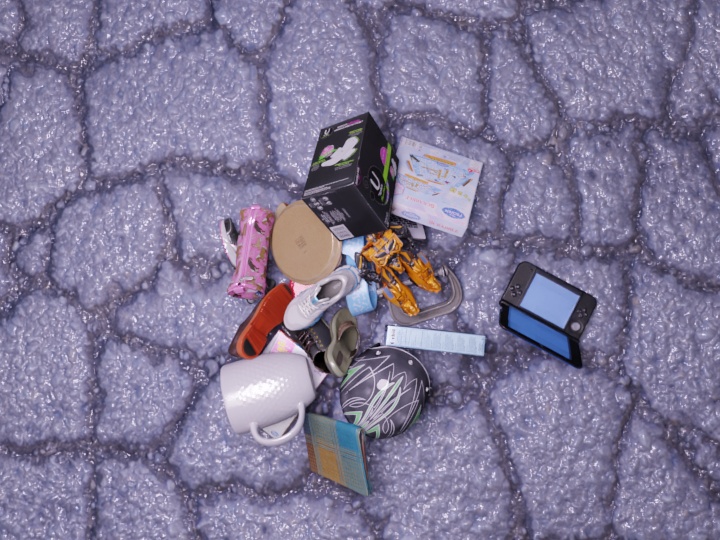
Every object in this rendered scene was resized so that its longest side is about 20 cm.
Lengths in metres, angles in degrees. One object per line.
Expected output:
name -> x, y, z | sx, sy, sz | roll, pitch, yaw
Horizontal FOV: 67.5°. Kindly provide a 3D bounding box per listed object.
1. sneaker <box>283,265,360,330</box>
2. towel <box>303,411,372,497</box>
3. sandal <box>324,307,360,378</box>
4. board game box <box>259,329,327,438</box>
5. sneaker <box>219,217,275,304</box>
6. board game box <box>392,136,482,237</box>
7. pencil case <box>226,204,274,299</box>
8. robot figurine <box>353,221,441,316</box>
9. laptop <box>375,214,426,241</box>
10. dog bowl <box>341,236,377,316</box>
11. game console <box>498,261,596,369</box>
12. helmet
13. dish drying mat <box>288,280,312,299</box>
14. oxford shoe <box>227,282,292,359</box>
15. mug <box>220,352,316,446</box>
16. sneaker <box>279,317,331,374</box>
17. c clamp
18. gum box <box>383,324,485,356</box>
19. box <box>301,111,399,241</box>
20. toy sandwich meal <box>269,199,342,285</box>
sneaker -> -0.094, 0.060, 1.121 | 0.200, 0.087, 0.075 | -40, 85, 18
towel -> -0.053, 0.383, 1.148 | 0.022, 0.199, 0.148 | -13, 98, -41
sandal -> -0.027, 0.152, 1.164 | 0.057, 0.201, 0.080 | -34, 113, 23
board game box -> -0.184, 0.260, 1.226 | 0.153, 0.040, 0.200 | 37, 88, 3
sneaker -> -0.258, -0.029, 1.239 | 0.086, 0.080, 0.201 | -23, 92, -14
board game box -> 0.158, -0.191, 1.204 | 0.199, 0.041, 0.200 | 19, 58, 3
pencil case -> -0.235, -0.039, 1.162 | 0.082, 0.086, 0.202 | 18, 68, -35
robot figurine -> 0.079, -0.006, 1.130 | 0.145, 0.058, 0.200 | -45, 117, -7
laptop -> 0.054, -0.168, 1.208 | 0.186, 0.200, 0.117 | 5, 120, -3
dog bowl -> 0.000, 0.000, 1.198 | 0.049, 0.111, 0.202 | -6, 86, 14
game console -> 0.417, 0.092, 1.185 | 0.199, 0.118, 0.172 | 28, 88, 2
helmet -> 0.050, 0.255, 1.142 | 0.198, 0.191, 0.202 | 0, 91, 0
dish drying mat -> -0.116, -0.001, 1.252 | 0.076, 0.018, 0.201 | 19, 87, 1
oxford shoe -> -0.220, 0.104, 1.170 | 0.071, 0.072, 0.200 | 56, 48, -26
mug -> -0.181, 0.266, 1.117 | 0.174, 0.148, 0.201 | -15, 49, -4
sneaker -> -0.113, 0.145, 1.192 | 0.199, 0.106, 0.075 | 35, 104, 3
c clamp -> 0.131, 0.042, 1.209 | 0.198, 0.027, 0.172 | -12, 110, -5
gum box -> 0.152, 0.148, 1.161 | 0.198, 0.170, 0.045 | 7, 86, 1
box -> -0.014, -0.189, 1.097 | 0.124, 0.149, 0.201 | -11, 51, 29
toy sandwich meal -> -0.118, -0.064, 1.197 | 0.204, 0.070, 0.207 | 2, 95, 27
